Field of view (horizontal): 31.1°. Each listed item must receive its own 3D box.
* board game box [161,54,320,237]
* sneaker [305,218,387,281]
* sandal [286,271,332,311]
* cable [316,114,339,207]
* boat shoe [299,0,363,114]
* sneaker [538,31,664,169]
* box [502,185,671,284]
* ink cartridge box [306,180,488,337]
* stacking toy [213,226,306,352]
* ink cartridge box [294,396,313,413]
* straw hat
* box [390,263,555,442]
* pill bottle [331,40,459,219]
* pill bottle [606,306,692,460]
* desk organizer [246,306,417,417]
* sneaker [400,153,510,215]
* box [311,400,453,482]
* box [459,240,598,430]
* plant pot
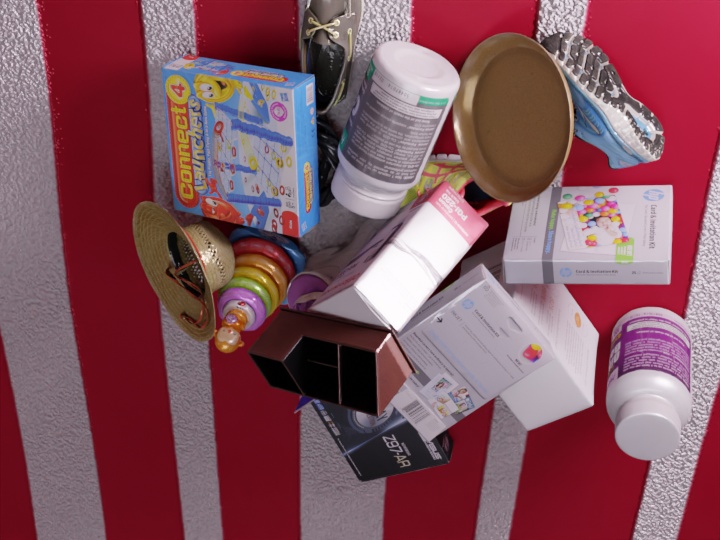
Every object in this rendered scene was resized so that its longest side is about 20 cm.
[{"bbox_3d":[-0.150,-0.159,1.644,0.194,0.056,0.202,12,120,25],"label":"board game box"},{"bbox_3d":[0.000,0.000,1.757,0.078,0.100,0.199,41,127,-22],"label":"sneaker"},{"bbox_3d":[-0.052,0.060,1.696,0.049,0.203,0.083,9,112,-38],"label":"sandal"},{"bbox_3d":[-0.106,-0.141,1.721,0.199,0.051,0.163,-22,124,28],"label":"cable"},{"bbox_3d":[-0.038,-0.286,1.578,0.071,0.061,0.203,10,128,8],"label":"boat shoe"},{"bbox_3d":[0.274,-0.194,1.557,0.200,0.079,0.090,48,135,-14],"label":"sneaker"},{"bbox_3d":[0.283,-0.045,1.605,0.198,0.157,0.041,1,128,14],"label":"box"},{"bbox_3d":[0.044,-0.001,1.597,0.085,0.200,0.145,45,152,-9],"label":"ink cartridge box"},{"bbox_3d":[-0.158,0.041,1.767,0.115,0.201,0.110,22,129,0],"label":"stacking toy"},{"bbox_3d":[-0.007,0.081,1.755,0.043,0.200,0.198,46,125,-12],"label":"ink cartridge box"},{"bbox_3d":[-0.215,-0.014,1.719,0.201,0.085,0.202,39,143,37],"label":"straw hat"},{"bbox_3d":[0.117,0.105,1.612,0.199,0.041,0.156,-35,118,17],"label":"box"},{"bbox_3d":[0.038,-0.170,1.603,0.112,0.113,0.201,22,123,-2],"label":"pill bottle"},{"bbox_3d":[0.380,0.150,1.705,0.111,0.201,0.113,7,128,9],"label":"pill bottle"},{"bbox_3d":[-0.038,0.108,1.557,0.199,0.077,0.072,9,140,45],"label":"desk organizer"},{"bbox_3d":[0.118,-0.100,1.657,0.198,0.091,0.078,-15,124,29],"label":"sneaker"},{"bbox_3d":[0.029,0.221,1.953,0.159,0.044,0.201,-15,121,25],"label":"box"},{"bbox_3d":[0.221,0.082,1.728,0.106,0.153,0.200,-25,116,28],"label":"box"},{"bbox_3d":[0.186,-0.182,1.551,0.199,0.027,0.202,16,110,49],"label":"plant pot"}]
